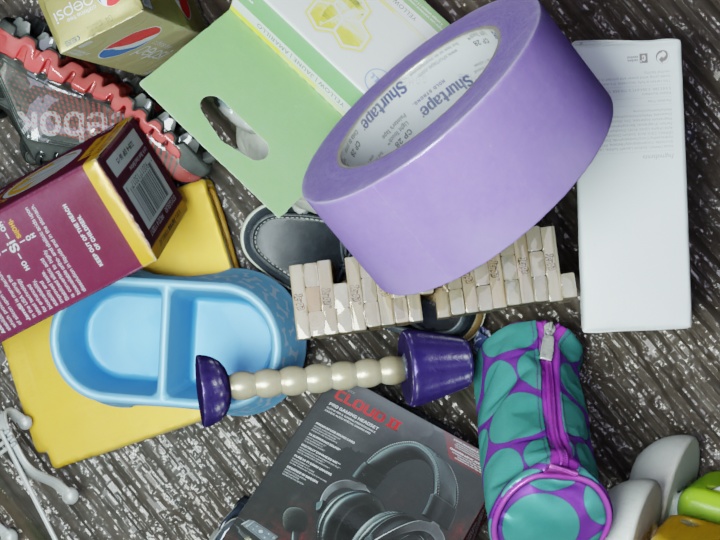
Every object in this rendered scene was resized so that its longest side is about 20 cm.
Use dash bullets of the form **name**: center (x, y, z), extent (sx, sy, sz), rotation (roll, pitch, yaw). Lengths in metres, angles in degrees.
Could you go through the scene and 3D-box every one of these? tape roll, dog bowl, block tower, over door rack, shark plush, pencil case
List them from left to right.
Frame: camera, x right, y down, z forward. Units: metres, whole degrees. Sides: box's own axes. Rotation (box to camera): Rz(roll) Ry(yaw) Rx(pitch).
- **over door rack**: center (-0.277, 0.229, 1.262), extent (0.147, 0.066, 0.202), rotation (-34, 68, 19)
- **dog bowl**: center (-0.141, 0.053, 1.234), extent (0.197, 0.050, 0.113), rotation (4, 92, 9)
- **shark plush**: center (-0.029, -0.092, 1.211), extent (0.083, 0.091, 0.199), rotation (-39, 54, -18)
- **block tower**: center (0.051, 0.008, 1.171), extent (0.197, 0.054, 0.059), rotation (-7, 86, 2)
- **tape roll**: center (0.062, -0.084, 1.081), extent (0.199, 0.200, 0.085), rotation (-38, 110, 8)
- **pencil case**: center (0.123, 0.114, 1.142), extent (0.084, 0.201, 0.093), rotation (11, 120, -7)

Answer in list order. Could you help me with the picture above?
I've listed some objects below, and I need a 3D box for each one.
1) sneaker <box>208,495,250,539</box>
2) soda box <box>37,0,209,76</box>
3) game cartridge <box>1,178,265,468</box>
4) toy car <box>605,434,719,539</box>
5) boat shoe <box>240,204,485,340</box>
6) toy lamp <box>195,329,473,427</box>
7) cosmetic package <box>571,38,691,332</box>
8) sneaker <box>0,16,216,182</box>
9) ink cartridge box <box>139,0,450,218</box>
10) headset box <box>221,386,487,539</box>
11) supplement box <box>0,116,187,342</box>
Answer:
- **sneaker**: center (-0.031, 0.225, 1.236), extent (0.201, 0.077, 0.148), rotation (-26, 90, 10)
- **soda box**: center (-0.169, -0.190, 1.186), extent (0.067, 0.200, 0.065), rotation (-25, 88, 9)
- **game cartridge**: center (-0.182, 0.043, 1.282), extent (0.198, 0.032, 0.178), rotation (-18, 88, 11)
- **toy car**: center (0.255, 0.214, 1.141), extent (0.173, 0.200, 0.152), rotation (12, 110, 25)
- **boat shoe**: center (0.000, 0.000, 1.234), extent (0.198, 0.062, 0.075), rotation (24, 97, 9)
- **toy lamp**: center (-0.017, 0.076, 1.177), extent (0.197, 0.058, 0.059), rotation (-7, 90, -10)
- **cosmetic package**: center (0.193, -0.058, 1.178), extent (0.080, 0.113, 0.203), rotation (-1, 89, 8)
- **sneaker**: center (-0.206, -0.111, 1.260), extent (0.199, 0.071, 0.099), rotation (30, 100, 5)
- **ink cartridge box**: center (-0.041, -0.154, 1.191), extent (0.145, 0.048, 0.200), rotation (43, 57, 5)
- **headset box**: center (0.003, 0.181, 1.183), extent (0.148, 0.078, 0.201), rotation (28, 55, 12)
- **supplement box**: center (-0.238, -0.019, 1.200), extent (0.198, 0.111, 0.086), rotation (-26, 106, 16)
